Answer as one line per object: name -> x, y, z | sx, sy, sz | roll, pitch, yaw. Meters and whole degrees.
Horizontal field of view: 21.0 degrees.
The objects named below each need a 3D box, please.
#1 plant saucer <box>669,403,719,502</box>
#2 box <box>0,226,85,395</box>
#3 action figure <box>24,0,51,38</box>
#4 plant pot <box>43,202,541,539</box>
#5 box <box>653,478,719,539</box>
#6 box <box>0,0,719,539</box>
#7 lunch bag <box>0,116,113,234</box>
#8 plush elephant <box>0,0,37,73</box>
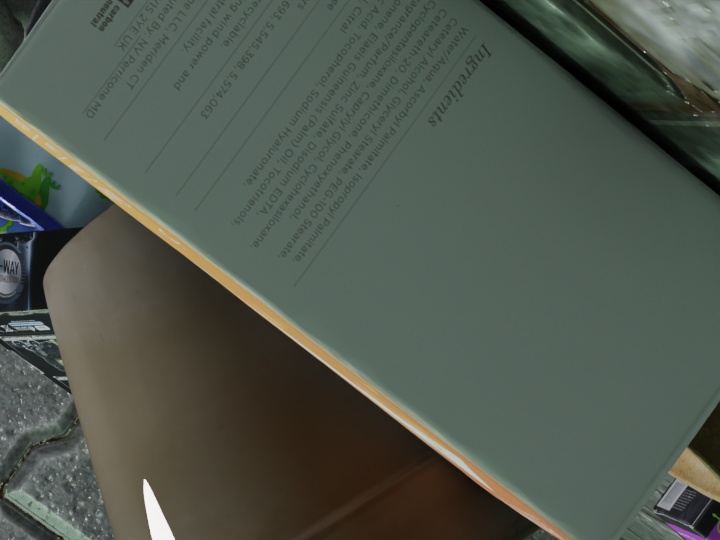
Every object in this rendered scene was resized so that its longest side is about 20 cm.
plant saucer -> 0.087, 0.025, 0.824 | 0.200, 0.036, 0.200 | 38, 176, 3
box -> -0.058, 0.033, 0.905 | 0.198, 0.044, 0.160 | -4, 151, 30
action figure -> -0.072, -0.090, 0.717 | 0.129, 0.070, 0.200 | 31, -179, -9
plant pot -> -0.023, 0.047, 0.716 | 0.174, 0.199, 0.200 | 58, 179, 7
box -> 0.276, 0.199, 1.185 | 0.199, 0.036, 0.143 | 39, 177, 1
box -> 0.003, -0.025, 0.547 | 0.199, 0.098, 0.124 | 38, 176, -10
lunch bag -> -0.180, -0.086, 0.994 | 0.199, 0.161, 0.082 | 37, 177, 10
plush elephant -> -0.226, -0.104, 0.776 | 0.164, 0.155, 0.200 | 39, 176, 25
